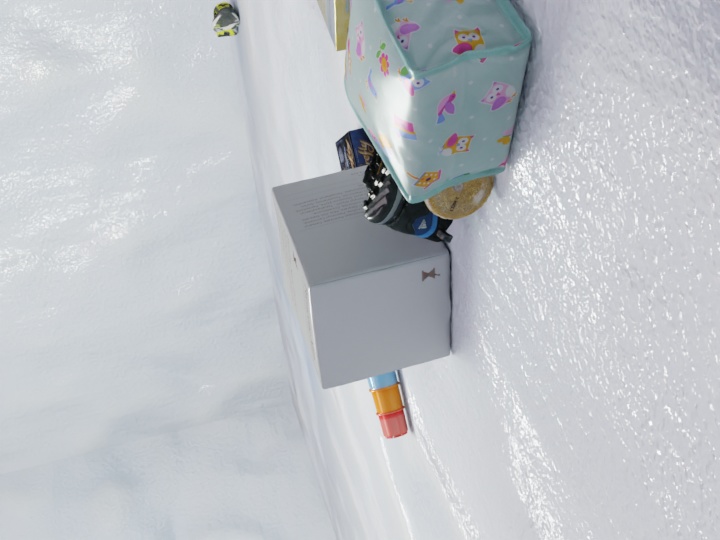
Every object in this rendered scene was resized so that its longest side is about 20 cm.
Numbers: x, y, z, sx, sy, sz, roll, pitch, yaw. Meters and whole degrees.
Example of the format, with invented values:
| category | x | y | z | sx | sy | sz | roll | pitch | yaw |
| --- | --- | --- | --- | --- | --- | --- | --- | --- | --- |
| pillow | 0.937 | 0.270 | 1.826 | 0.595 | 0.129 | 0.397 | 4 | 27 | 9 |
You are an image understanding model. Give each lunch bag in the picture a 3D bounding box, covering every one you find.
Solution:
| category | x | y | z | sx | sy | sz | roll | pitch | yaw |
| --- | --- | --- | --- | --- | --- | --- | --- | --- | --- |
| lunch bag | 0.048 | -0.188 | 0.857 | 0.171 | 0.122 | 0.200 | 90 | 159 | -57 |

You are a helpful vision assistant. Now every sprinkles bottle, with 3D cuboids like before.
| category | x | y | z | sx | sy | sz | roll | pitch | yaw |
| --- | --- | --- | --- | --- | --- | --- | --- | --- | --- |
| sprinkles bottle | 0.062 | -0.129 | 1.000 | 0.200 | 0.068 | 0.068 | -114 | 15 | -51 |

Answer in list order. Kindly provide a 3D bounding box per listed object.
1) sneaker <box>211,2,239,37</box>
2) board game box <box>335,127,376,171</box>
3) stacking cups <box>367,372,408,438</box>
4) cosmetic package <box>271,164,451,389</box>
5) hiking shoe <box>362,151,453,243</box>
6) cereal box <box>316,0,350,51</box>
| category | x | y | z | sx | sy | sz | roll | pitch | yaw |
| --- | --- | --- | --- | --- | --- | --- | --- | --- | --- |
| sneaker | -0.377 | -0.696 | 2.836 | 0.200 | 0.074 | 0.085 | 174 | 84 | -81 |
| board game box | 0.010 | -0.094 | 1.464 | 0.135 | 0.035 | 0.201 | 180 | 77 | -81 |
| stacking cups | 0.035 | 0.161 | 1.616 | 0.061 | 0.060 | 0.201 | 169 | 84 | -81 |
| cosmetic package | 0.000 | 0.000 | 1.248 | 0.200 | 0.166 | 0.168 | -115 | 15 | -48 |
| hiking shoe | 0.053 | -0.090 | 1.088 | 0.074 | 0.087 | 0.200 | -54 | 15 | 31 |
| cereal box | -0.042 | -0.403 | 1.343 | 0.144 | 0.039 | 0.200 | 90 | 164 | -53 |
